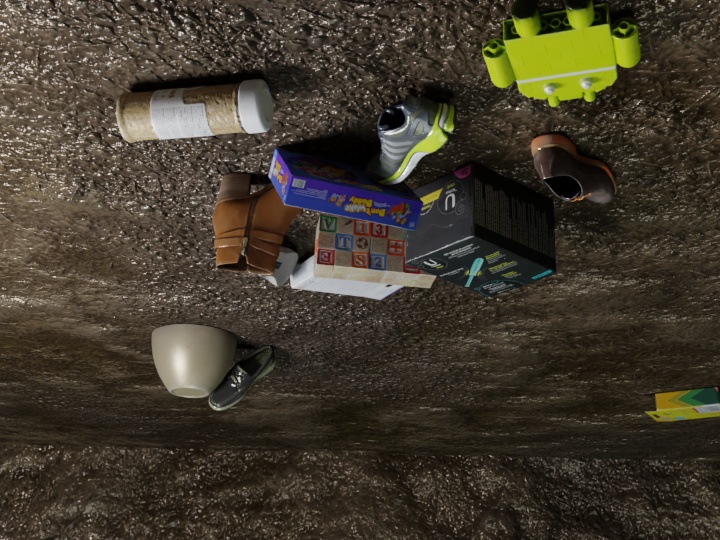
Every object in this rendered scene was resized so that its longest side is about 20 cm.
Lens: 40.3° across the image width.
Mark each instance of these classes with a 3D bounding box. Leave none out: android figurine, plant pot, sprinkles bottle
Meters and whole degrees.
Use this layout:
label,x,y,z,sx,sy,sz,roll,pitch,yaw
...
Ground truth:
label,x,y,z,sx,sy,sz,roll,pitch,yaw
android figurine,0.241,-0.258,1.172,0.181,0.041,0.200,-5,155,16
plant pot,-0.391,0.220,2.282,0.198,0.136,0.201,1,158,0
sprinkles bottle,-0.218,-0.209,1.290,0.198,0.069,0.068,-3,158,12

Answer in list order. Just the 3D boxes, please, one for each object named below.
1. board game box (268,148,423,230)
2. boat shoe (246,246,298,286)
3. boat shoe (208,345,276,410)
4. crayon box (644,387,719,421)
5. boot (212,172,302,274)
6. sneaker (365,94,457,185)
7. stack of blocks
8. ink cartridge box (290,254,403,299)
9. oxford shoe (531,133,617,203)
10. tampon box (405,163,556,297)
label,x,y,z,sx,sy,sz,roll,pitch,yaw
board game box,-0.024,-0.119,1.425,0.199,0.045,0.135,10,-160,-19
boat shoe,-0.178,-0.030,1.754,0.092,0.075,0.200,31,177,12
boat shoe,-0.282,0.248,2.326,0.072,0.201,0.066,38,151,25
crayon box,0.880,0.364,2.646,0.199,0.051,0.127,-11,154,28
boot,-0.129,-0.072,1.505,0.198,0.156,0.077,3,158,-2
sneaker,0.053,-0.185,1.347,0.081,0.074,0.200,25,148,-17
stack of blocks,0.025,-0.043,1.620,0.198,0.116,0.059,5,158,-6
ink cartridge box,0.000,0.000,1.819,0.199,0.044,0.198,9,158,-29
oxford shoe,0.314,-0.128,1.440,0.071,0.073,0.199,-19,151,41
tampon box,0.190,-0.060,1.549,0.199,0.127,0.149,21,151,-37
